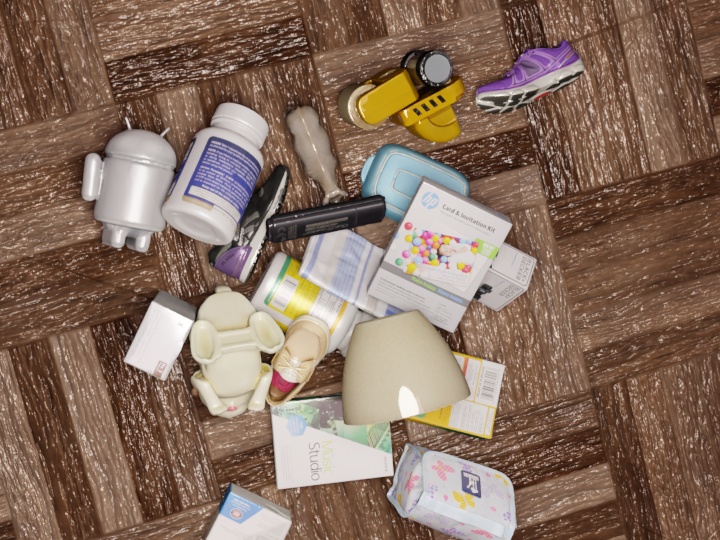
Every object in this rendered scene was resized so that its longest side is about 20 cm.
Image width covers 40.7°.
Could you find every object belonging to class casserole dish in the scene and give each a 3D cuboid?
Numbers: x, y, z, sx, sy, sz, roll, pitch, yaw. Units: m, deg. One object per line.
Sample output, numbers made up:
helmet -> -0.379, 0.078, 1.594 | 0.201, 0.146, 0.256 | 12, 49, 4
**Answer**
casserole dish -> 0.096, -0.133, 1.617 | 0.199, 0.039, 0.122 | 23, 90, -9

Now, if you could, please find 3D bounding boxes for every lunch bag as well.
lunch bag -> 0.152, 0.364, 1.564 | 0.168, 0.200, 0.128 | 21, 90, -8

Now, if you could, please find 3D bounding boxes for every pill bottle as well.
pill bottle -> -0.073, 0.064, 1.563 | 0.199, 0.113, 0.113 | 29, 88, -8
pill bottle -> -0.220, -0.154, 1.515 | 0.119, 0.120, 0.201 | 24, 71, -8

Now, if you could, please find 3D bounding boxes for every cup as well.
cup -> 0.055, 0.140, 1.472 | 0.198, 0.200, 0.145 | -13, 90, -7

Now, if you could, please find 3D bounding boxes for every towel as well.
towel -> 0.000, 0.000, 1.570 | 0.199, 0.147, 0.024 | 28, 132, -10

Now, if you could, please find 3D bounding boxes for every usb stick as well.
usb stick -> -0.053, -0.082, 1.543 | 0.198, 0.056, 0.033 | -12, 55, -16

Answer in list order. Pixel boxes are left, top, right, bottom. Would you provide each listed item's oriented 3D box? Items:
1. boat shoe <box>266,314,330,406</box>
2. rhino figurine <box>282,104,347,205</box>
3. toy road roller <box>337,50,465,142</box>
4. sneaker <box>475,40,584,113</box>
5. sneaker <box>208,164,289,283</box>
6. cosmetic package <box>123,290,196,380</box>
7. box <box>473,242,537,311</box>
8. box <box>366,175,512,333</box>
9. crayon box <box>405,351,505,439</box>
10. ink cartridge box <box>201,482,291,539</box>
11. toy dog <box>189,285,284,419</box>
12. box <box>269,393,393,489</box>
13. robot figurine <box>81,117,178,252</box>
boat shoe -> -0.103, 0.149, 1.525 | 0.073, 0.201, 0.069 | 25, 46, -1
rhino figurine -> -0.068, -0.177, 1.566 | 0.059, 0.087, 0.201 | -23, 97, -5
toy road roller -> 0.077, -0.261, 1.570 | 0.199, 0.123, 0.147 | -28, 107, -6
sneaker -> 0.275, -0.326, 1.626 | 0.199, 0.081, 0.084 | -24, 79, -13
sneaker -> -0.183, -0.087, 1.564 | 0.087, 0.076, 0.201 | 24, 89, -2
cosmetic package -> -0.304, 0.095, 1.488 | 0.074, 0.200, 0.102 | 26, 88, -8
box -> 0.173, -0.018, 1.587 | 0.199, 0.117, 0.060 | 27, 63, -9
box -> 0.121, -0.023, 1.503 | 0.155, 0.041, 0.201 | 25, 108, -8
crayon box -> 0.130, 0.196, 1.616 | 0.198, 0.052, 0.127 | 16, 77, -9
ink cartridge box -> -0.207, 0.467, 1.585 | 0.116, 0.067, 0.201 | 28, 89, -8
toy dog -> -0.214, 0.144, 1.516 | 0.139, 0.194, 0.201 | -15, 137, -24
box -> -0.047, 0.279, 1.615 | 0.198, 0.036, 0.146 | -6, 93, -9
robot figurine -> -0.352, -0.133, 1.515 | 0.169, 0.113, 0.202 | 11, 91, -36
